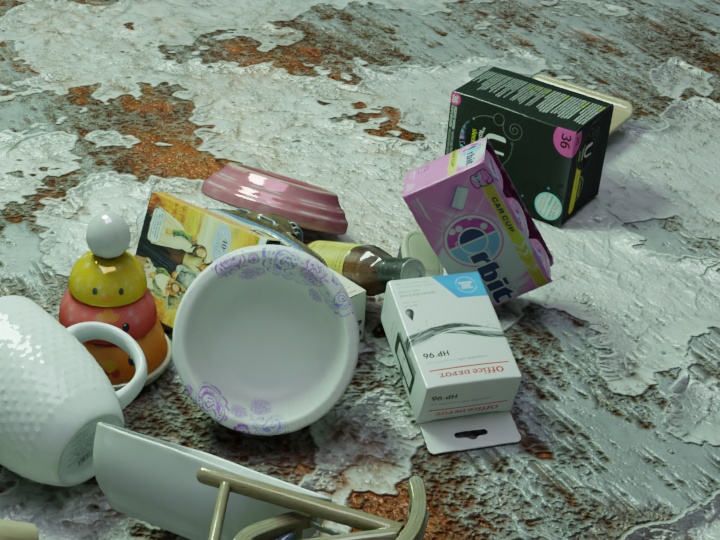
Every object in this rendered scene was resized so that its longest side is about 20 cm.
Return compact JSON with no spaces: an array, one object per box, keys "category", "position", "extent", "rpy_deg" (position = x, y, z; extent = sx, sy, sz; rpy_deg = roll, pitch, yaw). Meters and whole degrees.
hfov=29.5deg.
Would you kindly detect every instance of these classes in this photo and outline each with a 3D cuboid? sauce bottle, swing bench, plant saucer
[{"category":"sauce bottle","position":[0.000,0.000,1.669],"extent":[0.066,0.066,0.199],"rpy_deg":[-24,20,-36]},{"category":"swing bench","position":[-0.047,0.283,1.154],"extent":[0.198,0.200,0.130],"rpy_deg":[4,32,1]},{"category":"plant saucer","position":[-0.108,-0.098,1.804],"extent":[0.199,0.051,0.201],"rpy_deg":[16,6,-2]}]

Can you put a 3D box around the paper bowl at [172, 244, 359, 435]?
[{"category":"paper bowl","position":[-0.101,0.072,1.492],"extent":[0.199,0.202,0.104],"rpy_deg":[2,4,-3]}]

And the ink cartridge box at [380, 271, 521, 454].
[{"category":"ink cartridge box","position":[0.106,0.100,1.537],"extent":[0.115,0.068,0.201],"rpy_deg":[-6,49,-16]}]

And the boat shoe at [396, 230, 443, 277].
[{"category":"boat shoe","position":[0.067,0.045,1.674],"extent":[0.072,0.063,0.201],"rpy_deg":[16,49,-15]}]

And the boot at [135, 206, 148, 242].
[{"category":"boot","position":[-0.189,-0.024,1.758],"extent":[0.199,0.074,0.096],"rpy_deg":[3,58,-19]}]

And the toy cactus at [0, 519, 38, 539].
[{"category":"toy cactus","position":[-0.383,0.264,1.272],"extent":[0.164,0.103,0.200],"rpy_deg":[5,24,-36]}]

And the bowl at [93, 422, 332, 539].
[{"category":"bowl","position":[-0.144,0.215,1.298],"extent":[0.199,0.075,0.200],"rpy_deg":[14,-9,26]}]

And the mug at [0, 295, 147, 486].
[{"category":"mug","position":[-0.314,0.122,1.422],"extent":[0.175,0.148,0.200],"rpy_deg":[36,50,27]}]

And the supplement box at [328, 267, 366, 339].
[{"category":"supplement box","position":[-0.105,0.033,1.657],"extent":[0.126,0.074,0.200],"rpy_deg":[-25,42,-37]}]

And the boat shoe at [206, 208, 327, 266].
[{"category":"boat shoe","position":[-0.106,-0.034,1.624],"extent":[0.199,0.073,0.072],"rpy_deg":[28,37,31]}]

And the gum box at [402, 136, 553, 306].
[{"category":"gum box","position":[0.149,-0.048,1.686],"extent":[0.113,0.201,0.066],"rpy_deg":[-23,26,20]}]

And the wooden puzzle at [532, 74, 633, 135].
[{"category":"wooden puzzle","position":[0.304,-0.229,2.146],"extent":[0.184,0.047,0.200],"rpy_deg":[22,41,27]}]

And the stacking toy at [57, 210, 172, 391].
[{"category":"stacking toy","position":[-0.286,0.024,1.532],"extent":[0.145,0.201,0.146],"rpy_deg":[2,31,-1]}]

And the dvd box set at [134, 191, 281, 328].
[{"category":"dvd box set","position":[-0.190,0.004,1.614],"extent":[0.199,0.147,0.029],"rpy_deg":[23,11,36]}]

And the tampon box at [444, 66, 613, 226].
[{"category":"tampon box","position":[0.237,-0.181,1.958],"extent":[0.199,0.151,0.126],"rpy_deg":[23,36,27]}]
